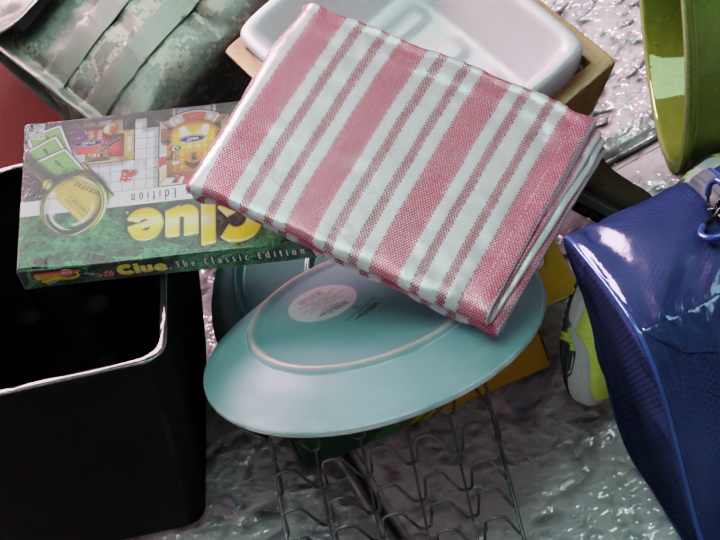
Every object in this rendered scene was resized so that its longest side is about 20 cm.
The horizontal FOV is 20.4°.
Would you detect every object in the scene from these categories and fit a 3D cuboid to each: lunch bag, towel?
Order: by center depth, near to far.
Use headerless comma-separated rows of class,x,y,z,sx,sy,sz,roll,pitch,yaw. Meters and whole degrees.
lunch bag,0.201,0.037,1.063,0.132,0.201,0.136,-23,36,-4
towel,0.020,-0.058,1.111,0.199,0.030,0.147,24,62,16
lunch bag,-0.157,-0.175,1.325,0.200,0.118,0.164,38,81,20

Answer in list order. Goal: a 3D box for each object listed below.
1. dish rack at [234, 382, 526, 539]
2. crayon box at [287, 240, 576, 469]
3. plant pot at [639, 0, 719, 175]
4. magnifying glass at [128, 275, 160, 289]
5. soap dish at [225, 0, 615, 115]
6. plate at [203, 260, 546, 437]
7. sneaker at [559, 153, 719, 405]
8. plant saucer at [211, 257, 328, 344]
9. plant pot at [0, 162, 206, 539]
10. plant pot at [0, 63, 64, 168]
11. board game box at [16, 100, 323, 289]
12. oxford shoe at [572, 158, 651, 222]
dish rack,0.019,0.136,1.110,0.152,0.055,0.201,-15,64,6
crayon box,0.034,0.031,1.257,0.199,0.052,0.126,-23,41,1
plant pot,0.284,-0.169,1.273,0.188,0.201,0.201,-5,43,2
magnifying glass,-0.208,0.014,1.361,0.199,0.022,0.080,-13,56,40
soap dish,0.036,-0.121,1.225,0.157,0.081,0.200,-40,55,-9
plate,0.004,0.028,1.118,0.199,0.026,0.201,-14,27,7
sneaker,0.194,0.005,1.195,0.076,0.076,0.200,23,60,40
plant saucer,0.000,0.000,1.225,0.199,0.027,0.201,-8,56,12
plant pot,-0.185,0.063,1.222,0.198,0.178,0.200,-12,42,7
plant pot,-0.246,-0.162,1.491,0.177,0.201,0.201,-33,41,2
board game box,-0.096,-0.048,1.144,0.198,0.024,0.105,-7,60,4
oxford shoe,0.121,-0.100,1.283,0.200,0.073,0.085,43,98,12
